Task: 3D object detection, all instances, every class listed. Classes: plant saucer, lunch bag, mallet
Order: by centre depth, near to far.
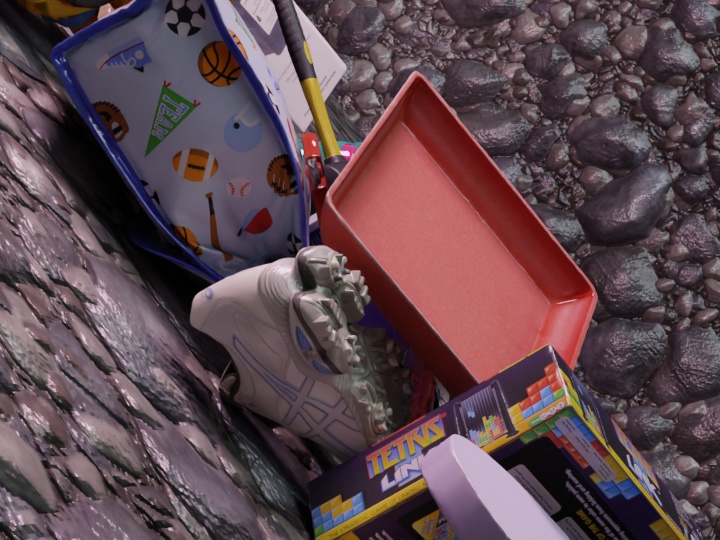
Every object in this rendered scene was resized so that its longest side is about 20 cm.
[{"bbox_3d":[0.059,-0.004,1.003,0.200,0.037,0.200,50,31,-12],"label":"plant saucer"},{"bbox_3d":[-0.097,-0.077,1.008,0.200,0.124,0.170,58,3,-12],"label":"lunch bag"},{"bbox_3d":[-0.040,-0.130,1.166,0.066,0.041,0.200,-23,91,-60],"label":"mallet"}]

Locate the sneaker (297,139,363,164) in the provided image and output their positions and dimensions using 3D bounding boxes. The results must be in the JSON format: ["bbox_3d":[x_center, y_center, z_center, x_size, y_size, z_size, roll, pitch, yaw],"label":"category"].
[{"bbox_3d":[-0.003,-0.032,1.287,0.200,0.120,0.084,65,25,-47],"label":"sneaker"}]

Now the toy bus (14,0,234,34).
[{"bbox_3d":[-0.173,-0.222,1.158,0.136,0.200,0.192,51,-24,25],"label":"toy bus"}]

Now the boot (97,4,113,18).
[{"bbox_3d":[-0.139,-0.124,1.310,0.200,0.072,0.166,57,-5,37],"label":"boot"}]

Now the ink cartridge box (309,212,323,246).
[{"bbox_3d":[0.000,0.000,1.120,0.100,0.039,0.200,54,-37,-8],"label":"ink cartridge box"}]

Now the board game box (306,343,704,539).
[{"bbox_3d":[0.092,0.155,0.932,0.200,0.165,0.057,49,18,-35],"label":"board game box"}]

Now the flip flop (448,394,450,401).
[{"bbox_3d":[0.103,0.089,1.398,0.081,0.057,0.201,-42,135,-82],"label":"flip flop"}]

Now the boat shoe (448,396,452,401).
[{"bbox_3d":[0.096,0.151,1.306,0.091,0.071,0.201,-68,157,-54],"label":"boat shoe"}]

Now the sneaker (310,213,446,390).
[{"bbox_3d":[0.007,0.021,1.215,0.200,0.074,0.089,30,45,-17],"label":"sneaker"}]

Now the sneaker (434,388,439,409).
[{"bbox_3d":[0.034,0.095,1.358,0.200,0.073,0.082,16,59,-77],"label":"sneaker"}]

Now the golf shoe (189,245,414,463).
[{"bbox_3d":[-0.029,0.062,0.932,0.200,0.097,0.078,64,26,-43],"label":"golf shoe"}]

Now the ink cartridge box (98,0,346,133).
[{"bbox_3d":[-0.131,-0.214,1.399,0.145,0.084,0.200,6,-34,48],"label":"ink cartridge box"}]

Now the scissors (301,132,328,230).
[{"bbox_3d":[-0.030,-0.065,0.984,0.200,0.014,0.073,73,7,-77],"label":"scissors"}]

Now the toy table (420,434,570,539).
[{"bbox_3d":[0.057,0.181,0.791,0.200,0.117,0.184,49,8,-25],"label":"toy table"}]

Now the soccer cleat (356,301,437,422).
[{"bbox_3d":[0.021,0.077,1.026,0.068,0.073,0.201,17,62,-83],"label":"soccer cleat"}]
